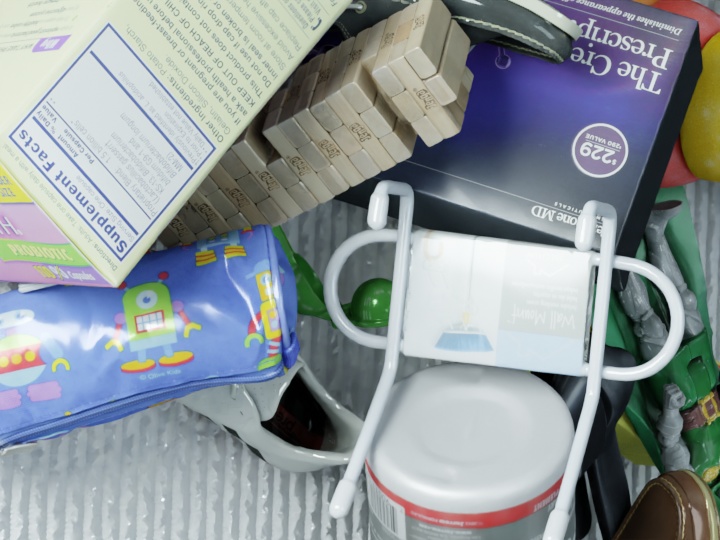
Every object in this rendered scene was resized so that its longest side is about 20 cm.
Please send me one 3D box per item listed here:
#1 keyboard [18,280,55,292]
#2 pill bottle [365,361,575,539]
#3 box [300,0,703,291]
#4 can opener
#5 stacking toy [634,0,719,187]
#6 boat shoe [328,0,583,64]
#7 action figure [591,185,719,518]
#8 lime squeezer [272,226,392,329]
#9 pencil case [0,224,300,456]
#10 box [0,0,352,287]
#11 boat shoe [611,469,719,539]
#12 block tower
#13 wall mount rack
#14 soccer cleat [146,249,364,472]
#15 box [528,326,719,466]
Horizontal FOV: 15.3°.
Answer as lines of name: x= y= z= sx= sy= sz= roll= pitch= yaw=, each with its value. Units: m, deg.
keyboard: x=-0.109 y=-0.054 z=1.380 sx=0.011 sy=0.056 sz=0.200 roll=54 pitch=43 yaw=-19
pill bottle: x=0.062 y=0.160 z=1.472 sx=0.114 sy=0.114 sz=0.201 roll=-31 pitch=135 yaw=-30
box: x=0.071 y=-0.090 z=1.461 sx=0.079 sy=0.199 sz=0.142 roll=55 pitch=53 yaw=-73
can opener: x=0.125 y=0.100 z=1.546 sx=0.079 sy=0.063 sz=0.201 roll=-49 pitch=152 yaw=-23
stacking toy: x=0.200 y=-0.095 z=1.533 sx=0.146 sy=0.199 sz=0.147 roll=-28 pitch=126 yaw=-47
boat shoe: x=0.019 y=-0.133 z=1.410 sx=0.072 sy=0.199 sz=0.068 roll=26 pitch=80 yaw=-74
action figure: x=0.189 y=0.060 z=1.575 sx=0.118 sy=0.055 sz=0.201 roll=-34 pitch=114 yaw=-33
lime squeezer: x=0.000 y=0.000 z=1.492 sx=0.199 sy=0.038 sz=0.071 roll=22 pitch=96 yaw=-16
pencil case: x=-0.126 y=0.039 z=1.349 sx=0.199 sy=0.078 sz=0.087 roll=-15 pitch=68 yaw=-2
box: x=-0.132 y=-0.097 z=1.329 sx=0.097 sy=0.175 sz=0.200 roll=49 pitch=65 yaw=-25
boat shoe: x=0.154 y=0.209 z=1.569 sx=0.067 sy=0.072 sz=0.201 roll=4 pitch=115 yaw=-31
block tower: x=-0.032 y=-0.068 z=1.389 sx=0.054 sy=0.199 sz=0.058 roll=50 pitch=31 yaw=-24
wall mount rack: x=0.061 y=0.046 z=1.378 sx=0.074 sy=0.199 sz=0.175 roll=-1 pitch=96 yaw=-70
soccer cleat: x=-0.077 y=0.046 z=1.427 sx=0.200 sy=0.085 sz=0.069 roll=40 pitch=70 yaw=-29
box: x=0.126 y=0.043 z=1.589 sx=0.200 sy=0.050 sz=0.076 roll=35 pitch=71 yaw=-31
